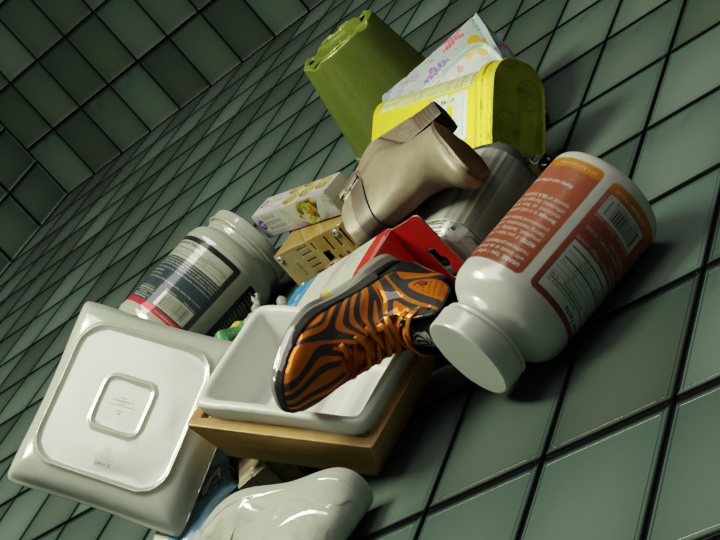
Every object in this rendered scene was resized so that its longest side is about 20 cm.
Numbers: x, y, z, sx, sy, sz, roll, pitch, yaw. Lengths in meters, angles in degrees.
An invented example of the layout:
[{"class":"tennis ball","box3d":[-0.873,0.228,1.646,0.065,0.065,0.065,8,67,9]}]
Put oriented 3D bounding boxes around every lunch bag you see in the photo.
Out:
[{"class":"lunch bag","box3d":[0.125,-0.197,1.891,0.169,0.127,0.201,-39,29,16]}]

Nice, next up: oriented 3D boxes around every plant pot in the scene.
[{"class":"plant pot","box3d":[0.026,-0.242,2.115,0.200,0.190,0.200,-39,17,14]}]

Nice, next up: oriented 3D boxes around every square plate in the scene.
[{"class":"square plate","box3d":[-0.226,0.137,1.520,0.198,0.028,0.199,14,68,20]}]

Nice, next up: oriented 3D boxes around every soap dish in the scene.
[{"class":"soap dish","box3d":[-0.039,0.111,1.451,0.198,0.082,0.158,3,42,30]}]

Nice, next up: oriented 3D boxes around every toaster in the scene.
[{"class":"toaster","box3d":[0.107,-0.041,1.561,0.199,0.114,0.130,-16,35,53]}]

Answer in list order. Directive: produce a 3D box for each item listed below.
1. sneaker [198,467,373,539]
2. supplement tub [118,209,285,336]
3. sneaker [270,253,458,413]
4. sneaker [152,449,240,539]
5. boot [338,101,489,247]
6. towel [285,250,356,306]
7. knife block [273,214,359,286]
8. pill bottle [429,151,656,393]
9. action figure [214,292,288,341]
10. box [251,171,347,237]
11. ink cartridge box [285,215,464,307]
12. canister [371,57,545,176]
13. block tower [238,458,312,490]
[{"class":"sneaker","box3d":[-0.088,0.245,1.354,0.199,0.074,0.116,-29,18,36]},{"class":"supplement tub","box3d":[-0.207,0.034,2.051,0.200,0.140,0.140,-47,17,-18]},{"class":"sneaker","box3d":[0.015,0.057,1.361,0.111,0.078,0.200,14,47,38]},{"class":"sneaker","box3d":[-0.132,0.230,1.536,0.089,0.079,0.201,-17,30,21]},{"class":"boot","box3d":[0.045,-0.080,1.517,0.146,0.070,0.200,-47,21,13]},{"class":"towel","box3d":[0.000,0.000,1.689,0.199,0.023,0.144,-24,-11,-42]},{"class":"knife block","box3d":[-0.025,-0.062,2.003,0.199,0.064,0.176,-25,24,47]},{"class":"pill bottle","box3d":[0.153,0.003,1.331,0.200,0.112,0.112,-47,17,-17]},{"class":"action figure","box3d":[-0.125,0.070,1.811,0.118,0.055,0.200,-50,-7,13]},{"class":"box","box3d":[-0.072,-0.082,1.977,0.041,0.039,0.200,-49,17,-26]},{"class":"ink cartridge box","box3d":[0.019,0.040,1.523,0.200,0.116,0.067,-33,17,45]},{"class":"canister","box3d":[0.104,-0.141,1.735,0.199,0.086,0.150,-11,73,47]},{"class":"block tower","box3d":[-0.086,0.175,1.562,0.054,0.058,0.200,-39,18,9]}]
